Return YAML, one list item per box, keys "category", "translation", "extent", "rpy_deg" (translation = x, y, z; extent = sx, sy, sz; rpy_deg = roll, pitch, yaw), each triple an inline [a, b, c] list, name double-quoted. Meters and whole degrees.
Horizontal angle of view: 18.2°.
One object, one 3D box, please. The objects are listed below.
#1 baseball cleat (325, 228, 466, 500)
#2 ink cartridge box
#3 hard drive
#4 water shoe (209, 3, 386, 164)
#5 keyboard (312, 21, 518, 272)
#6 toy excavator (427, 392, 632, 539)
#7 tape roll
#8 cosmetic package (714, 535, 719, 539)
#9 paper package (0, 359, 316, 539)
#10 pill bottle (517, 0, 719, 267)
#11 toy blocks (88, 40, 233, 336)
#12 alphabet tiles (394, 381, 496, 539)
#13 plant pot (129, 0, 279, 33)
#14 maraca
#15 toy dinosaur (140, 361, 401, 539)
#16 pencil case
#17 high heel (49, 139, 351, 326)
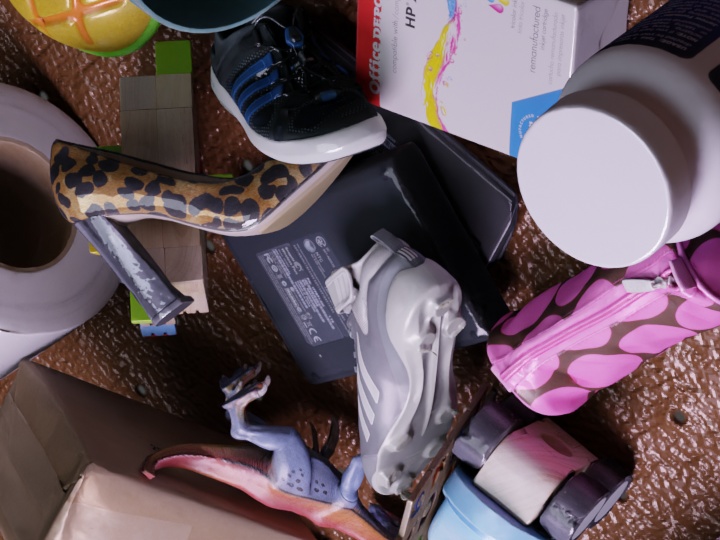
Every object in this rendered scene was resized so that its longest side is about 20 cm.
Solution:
- category: "baseball cleat"
  translation: [0.020, 0.056, 1.498]
  extent: [0.106, 0.070, 0.200]
  rpy_deg: [44, 139, 32]
- category: "ink cartridge box"
  translation: [0.063, -0.151, 1.396]
  extent: [0.200, 0.067, 0.116]
  rpy_deg: [22, 127, 29]
- category: "hard drive"
  translation: [0.000, 0.000, 1.540]
  extent: [0.200, 0.033, 0.140]
  rpy_deg: [-17, 106, 51]
- category: "water shoe"
  translation: [-0.051, -0.126, 1.432]
  extent: [0.200, 0.071, 0.079]
  rpy_deg: [34, 138, 56]
- category: "keyboard"
  translation: [0.018, -0.070, 1.514]
  extent: [0.200, 0.021, 0.127]
  rpy_deg: [42, 138, 15]
- category: "toy excavator"
  translation: [0.091, 0.185, 1.540]
  extent: [0.100, 0.194, 0.200]
  rpy_deg: [39, 106, 14]
- category: "tape roll"
  translation: [-0.291, -0.023, 1.674]
  extent: [0.139, 0.203, 0.203]
  rpy_deg: [-32, 93, 45]
- category: "cosmetic package"
  translation: [0.199, 0.270, 1.508]
  extent: [0.085, 0.108, 0.200]
  rpy_deg: [47, 134, 8]
- category: "paper package"
  translation: [-0.162, 0.170, 1.631]
  extent: [0.104, 0.200, 0.191]
  rpy_deg: [-61, 31, 10]
- category: "pill bottle"
  translation: [0.178, -0.085, 1.245]
  extent: [0.116, 0.200, 0.116]
  rpy_deg: [20, 126, 30]
- category: "toy blocks"
  translation: [-0.137, -0.043, 1.588]
  extent: [0.137, 0.100, 0.201]
  rpy_deg: [93, 173, -73]
- category: "alphabet tiles"
  translation: [0.043, 0.173, 1.515]
  extent: [0.006, 0.200, 0.167]
  rpy_deg: [23, 130, 13]
- category: "plant pot"
  translation: [-0.127, -0.269, 1.402]
  extent: [0.161, 0.200, 0.201]
  rpy_deg: [30, 132, 37]
- category: "maraca"
  translation: [-0.208, -0.235, 1.542]
  extent: [0.200, 0.107, 0.137]
  rpy_deg: [48, 128, 6]
- category: "toy dinosaur"
  translation: [-0.043, 0.153, 1.613]
  extent: [0.182, 0.200, 0.105]
  rpy_deg: [60, 163, -14]
- category: "pencil case"
  translation: [0.162, 0.025, 1.401]
  extent: [0.091, 0.094, 0.200]
  rpy_deg: [53, 136, 1]
- category: "high heel"
  translation: [-0.104, -0.078, 1.478]
  extent: [0.200, 0.071, 0.143]
  rpy_deg: [-39, 82, 4]
